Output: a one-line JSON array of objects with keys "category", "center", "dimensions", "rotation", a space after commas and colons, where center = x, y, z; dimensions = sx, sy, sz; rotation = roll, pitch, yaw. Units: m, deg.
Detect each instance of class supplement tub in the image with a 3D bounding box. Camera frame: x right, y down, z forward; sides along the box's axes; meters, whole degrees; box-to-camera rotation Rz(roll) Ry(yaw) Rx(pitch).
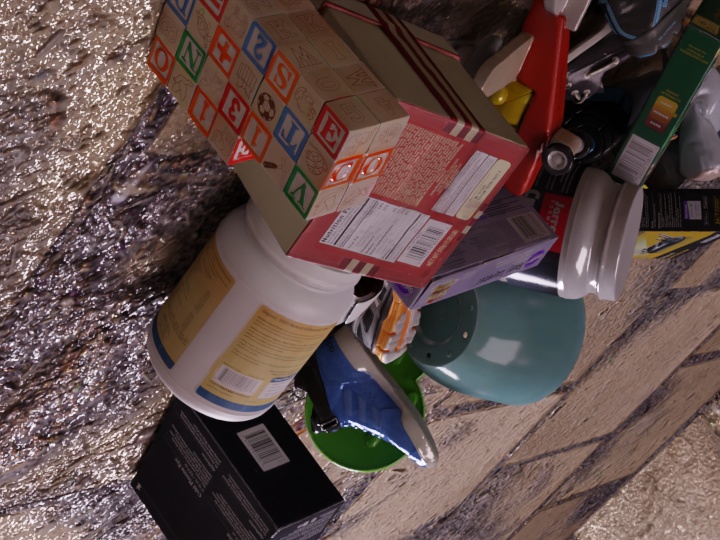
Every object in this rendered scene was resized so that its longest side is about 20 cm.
[{"category": "supplement tub", "center": [-0.096, 0.029, 1.343], "dimensions": [0.144, 0.145, 0.200], "rotation": [-5, 141, -53]}, {"category": "supplement tub", "center": [0.187, -0.050, 1.513], "dimensions": [0.140, 0.199, 0.141], "rotation": [13, 90, -73]}]

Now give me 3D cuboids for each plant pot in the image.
[{"category": "plant pot", "center": [0.141, 0.059, 1.704], "dimensions": [0.161, 0.201, 0.201], "rotation": [7, 131, -46]}]

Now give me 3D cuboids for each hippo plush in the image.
[{"category": "hippo plush", "center": [0.389, -0.193, 1.660], "dimensions": [0.160, 0.159, 0.201], "rotation": [-13, 106, -42]}]

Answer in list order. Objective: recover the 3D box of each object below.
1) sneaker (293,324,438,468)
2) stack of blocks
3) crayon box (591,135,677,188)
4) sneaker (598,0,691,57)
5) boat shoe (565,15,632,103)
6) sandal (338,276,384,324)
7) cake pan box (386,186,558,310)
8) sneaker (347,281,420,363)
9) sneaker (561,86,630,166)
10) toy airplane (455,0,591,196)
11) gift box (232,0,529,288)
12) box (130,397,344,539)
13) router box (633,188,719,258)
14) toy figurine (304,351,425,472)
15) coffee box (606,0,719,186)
[{"category": "sneaker", "center": [0.001, 0.175, 1.716], "dimensions": [0.111, 0.200, 0.077], "rotation": [-36, -171, 7]}, {"category": "stack of blocks", "center": [-0.064, -0.131, 1.023], "dimensions": [0.058, 0.200, 0.115], "rotation": [-19, 149, -40]}, {"category": "crayon box", "center": [0.333, -0.137, 1.791], "dimensions": [0.200, 0.058, 0.173], "rotation": [-35, 157, -8]}, {"category": "sneaker", "center": [0.316, -0.310, 1.421], "dimensions": [0.082, 0.073, 0.200], "rotation": [42, 78, -25]}, {"category": "boat shoe", "center": [0.235, -0.210, 1.484], "dimensions": [0.200, 0.060, 0.074], "rotation": [-40, -173, -4]}, {"category": "sandal", "center": [-0.002, 0.005, 1.514], "dimensions": [0.207, 0.059, 0.079], "rotation": [114, -2, -47]}, {"category": "cake pan box", "center": [0.069, -0.065, 1.366], "dimensions": [0.199, 0.184, 0.052], "rotation": [-19, 153, -43]}, {"category": "sneaker", "center": [0.035, 0.004, 1.595], "dimensions": [0.078, 0.077, 0.201], "rotation": [-13, 128, -54]}, {"category": "sneaker", "center": [0.224, -0.133, 1.630], "dimensions": [0.200, 0.073, 0.082], "rotation": [-45, -177, 9]}, {"category": "toy airplane", "center": [0.145, -0.195, 1.336], "dimensions": [0.200, 0.140, 0.200], "rotation": [56, 48, -59]}, {"category": "gift box", "center": [0.006, -0.106, 1.186], "dimensions": [0.200, 0.187, 0.185], "rotation": [19, 119, -46]}, {"category": "box", "center": [-0.143, 0.249, 1.611], "dimensions": [0.104, 0.200, 0.182], "rotation": [-16, 149, -43]}, {"category": "router box", "center": [0.326, -0.052, 1.671], "dimensions": [0.156, 0.053, 0.200], "rotation": [0, 172, -7]}, {"category": "toy figurine", "center": [0.017, 0.170, 1.850], "dimensions": [0.201, 0.150, 0.184], "rotation": [-60, 175, -11]}, {"category": "coffee box", "center": [0.331, -0.189, 1.502], "dimensions": [0.123, 0.044, 0.201], "rotation": [-49, 166, -52]}]
